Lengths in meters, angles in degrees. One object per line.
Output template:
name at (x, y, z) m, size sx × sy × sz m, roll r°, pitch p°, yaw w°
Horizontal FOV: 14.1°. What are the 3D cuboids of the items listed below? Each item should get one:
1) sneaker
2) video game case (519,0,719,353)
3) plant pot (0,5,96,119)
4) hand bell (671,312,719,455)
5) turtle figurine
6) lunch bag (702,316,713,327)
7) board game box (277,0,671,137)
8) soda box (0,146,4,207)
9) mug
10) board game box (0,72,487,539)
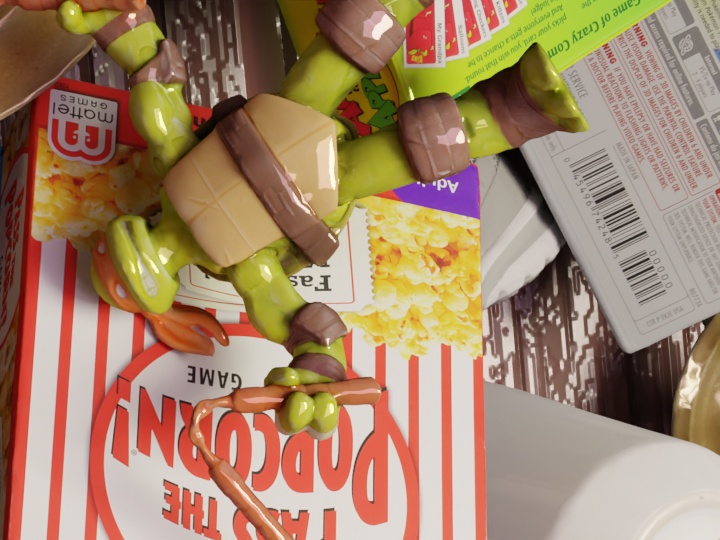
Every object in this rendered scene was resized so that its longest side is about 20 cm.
sneaker at (0.000, 0.000, 1.031) m, size 0.082 × 0.075 × 0.200 m, roll 56°, pitch 31°, yaw -5°
video game case at (0.133, -0.096, 1.053) m, size 0.182 × 0.022 × 0.201 m, roll -26°, pitch 99°, yaw 11°
plant pot at (-0.146, -0.127, 0.844) m, size 0.199 × 0.027 × 0.201 m, roll -13°, pitch 120°, yaw -24°
hand bell at (0.223, 0.079, 1.132) m, size 0.200 × 0.104 × 0.105 m, roll 25°, pitch 77°, yaw -39°
turtle figurine at (-0.016, -0.023, 0.852) m, size 0.161 × 0.064 × 0.200 m, roll -33°, pitch 74°, yaw 6°
lunch bag at (0.162, -0.092, 1.125) m, size 0.200 × 0.118 × 0.164 m, roll -38°, pitch 109°, yaw 1°
board game box at (0.058, -0.124, 0.946) m, size 0.200 × 0.048 × 0.102 m, roll -33°, pitch 113°, yaw -34°
soda box at (-0.084, 0.054, 0.991) m, size 0.064 × 0.068 × 0.201 m, roll -13°, pitch 98°, yaw -33°
mug at (0.088, 0.121, 1.059) m, size 0.186 × 0.153 × 0.150 m, roll 20°, pitch 78°, yaw -33°
board game box at (-0.038, 0.049, 0.892) m, size 0.151 × 0.046 × 0.201 m, roll 10°, pitch 59°, yaw -18°
